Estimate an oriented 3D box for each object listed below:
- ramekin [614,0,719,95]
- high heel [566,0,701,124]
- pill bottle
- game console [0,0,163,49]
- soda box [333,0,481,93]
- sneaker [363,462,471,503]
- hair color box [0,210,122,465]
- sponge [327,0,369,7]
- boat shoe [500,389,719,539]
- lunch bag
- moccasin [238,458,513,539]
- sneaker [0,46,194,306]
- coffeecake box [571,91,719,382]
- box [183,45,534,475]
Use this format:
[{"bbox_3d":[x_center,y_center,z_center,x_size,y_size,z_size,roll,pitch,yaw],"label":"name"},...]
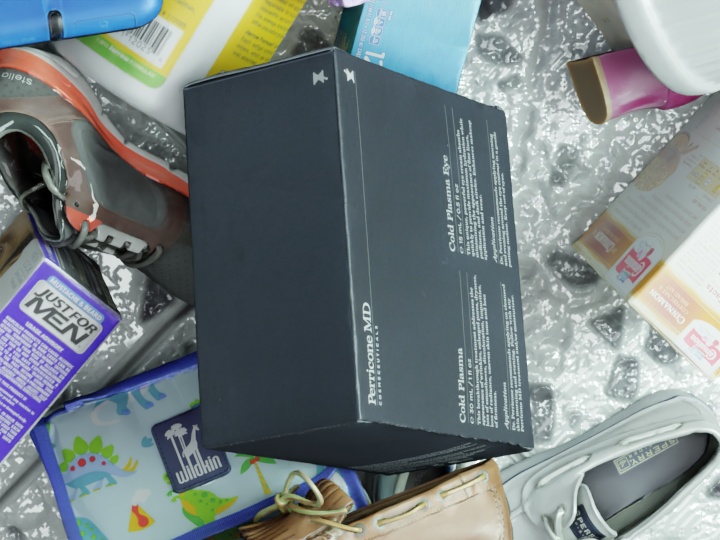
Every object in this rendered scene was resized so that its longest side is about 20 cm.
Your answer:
[{"bbox_3d":[0.208,-0.201,1.457,0.094,0.202,0.204,-6,107,30],"label":"ramekin"},{"bbox_3d":[0.153,-0.189,1.538,0.095,0.067,0.201,-20,96,-25],"label":"high heel"},{"bbox_3d":[-0.075,-0.182,1.474,0.111,0.111,0.201,31,96,-14],"label":"pill bottle"},{"bbox_3d":[-0.212,-0.214,1.440,0.169,0.118,0.202,-10,92,-15],"label":"game console"},{"bbox_3d":[0.043,-0.202,1.511,0.067,0.064,0.201,13,100,-11],"label":"soda box"},{"bbox_3d":[0.047,0.072,1.561,0.074,0.087,0.202,1,101,-7],"label":"sneaker"},{"bbox_3d":[-0.225,0.070,1.506,0.065,0.109,0.200,40,94,-20],"label":"hair color box"},{"bbox_3d":[0.065,-0.217,1.446,0.199,0.030,0.112,-15,102,-21],"label":"sponge"},{"bbox_3d":[0.130,0.141,1.599,0.200,0.065,0.074,-38,105,1],"label":"boat shoe"},{"bbox_3d":[-0.080,0.147,1.546,0.169,0.127,0.201,-22,92,-5],"label":"lunch bag"},{"bbox_3d":[-0.015,0.143,1.456,0.200,0.074,0.078,-10,91,-6],"label":"moccasin"},{"bbox_3d":[-0.150,-0.032,1.492,0.077,0.082,0.200,-23,123,42],"label":"sneaker"},{"bbox_3d":[0.227,-0.048,1.526,0.073,0.154,0.200,42,94,-14],"label":"coffeecake box"},{"bbox_3d":[0.000,0.000,1.448,0.104,0.182,0.202,-11,75,31],"label":"box"}]
